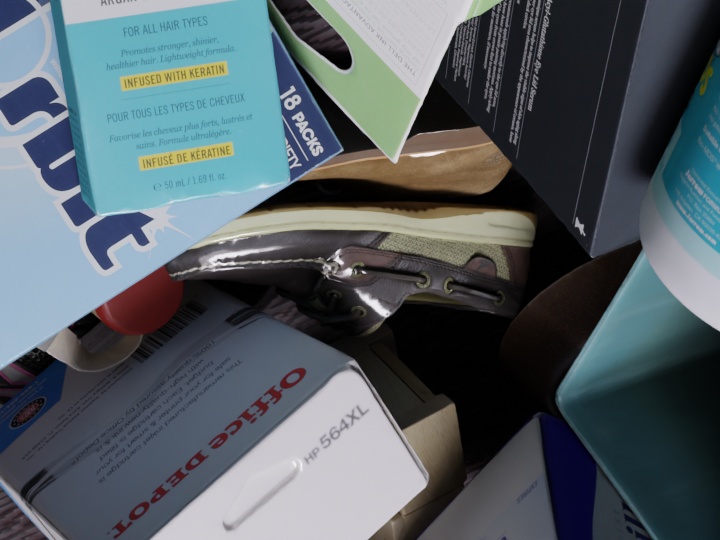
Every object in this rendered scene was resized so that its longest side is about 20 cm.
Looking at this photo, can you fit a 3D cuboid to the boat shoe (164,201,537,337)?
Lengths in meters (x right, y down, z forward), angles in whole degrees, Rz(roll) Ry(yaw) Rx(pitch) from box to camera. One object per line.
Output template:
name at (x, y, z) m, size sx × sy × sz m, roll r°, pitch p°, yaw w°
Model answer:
boat shoe at (0.000, 0.000, 0.858) m, size 0.200 × 0.065 × 0.073 m, roll -2°, pitch 178°, yaw -24°

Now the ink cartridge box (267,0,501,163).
ink cartridge box at (0.005, -0.154, 0.703) m, size 0.048 × 0.146 × 0.200 m, roll -35°, pitch 164°, yaw -26°

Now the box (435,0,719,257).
box at (0.099, -0.128, 0.710) m, size 0.079 × 0.141 × 0.200 m, roll -18°, pitch 141°, yaw -21°

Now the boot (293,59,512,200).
boot at (-0.021, -0.058, 0.848) m, size 0.200 × 0.074 × 0.076 m, roll -2°, pitch 146°, yaw -1°

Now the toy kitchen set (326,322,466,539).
toy kitchen set at (0.057, 0.085, 0.986) m, size 0.180 × 0.163 × 0.200 m, roll -26°, pitch 131°, yaw -19°

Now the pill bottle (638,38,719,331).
pill bottle at (0.184, -0.072, 0.630) m, size 0.111 × 0.111 × 0.200 m, roll 12°, pitch 128°, yaw -12°

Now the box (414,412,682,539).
box at (0.119, 0.190, 0.857) m, size 0.200 × 0.105 × 0.184 m, roll 25°, pitch 125°, yaw -21°

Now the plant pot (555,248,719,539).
plant pot at (0.224, 0.044, 0.790) m, size 0.200 × 0.141 × 0.141 m, roll -16°, pitch 148°, yaw -32°

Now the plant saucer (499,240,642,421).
plant saucer at (0.173, 0.037, 0.925) m, size 0.200 × 0.035 × 0.200 m, roll -10°, pitch 150°, yaw -6°

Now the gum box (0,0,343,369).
gum box at (-0.135, -0.071, 0.743) m, size 0.200 × 0.045 × 0.170 m, roll -33°, pitch 107°, yaw -8°

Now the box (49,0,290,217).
box at (-0.083, -0.128, 0.697) m, size 0.082 × 0.049 × 0.200 m, roll -11°, pitch 103°, yaw -13°

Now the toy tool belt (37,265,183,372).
toy tool belt at (-0.183, -0.044, 0.844) m, size 0.200 × 0.123 × 0.125 m, roll 34°, pitch 88°, yaw -35°

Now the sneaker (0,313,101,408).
sneaker at (-0.154, 0.055, 0.956) m, size 0.200 × 0.080 × 0.086 m, roll 22°, pitch 121°, yaw -29°

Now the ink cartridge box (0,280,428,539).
ink cartridge box at (-0.085, 0.091, 0.855) m, size 0.146 × 0.200 × 0.084 m, roll -41°, pitch 120°, yaw -15°
